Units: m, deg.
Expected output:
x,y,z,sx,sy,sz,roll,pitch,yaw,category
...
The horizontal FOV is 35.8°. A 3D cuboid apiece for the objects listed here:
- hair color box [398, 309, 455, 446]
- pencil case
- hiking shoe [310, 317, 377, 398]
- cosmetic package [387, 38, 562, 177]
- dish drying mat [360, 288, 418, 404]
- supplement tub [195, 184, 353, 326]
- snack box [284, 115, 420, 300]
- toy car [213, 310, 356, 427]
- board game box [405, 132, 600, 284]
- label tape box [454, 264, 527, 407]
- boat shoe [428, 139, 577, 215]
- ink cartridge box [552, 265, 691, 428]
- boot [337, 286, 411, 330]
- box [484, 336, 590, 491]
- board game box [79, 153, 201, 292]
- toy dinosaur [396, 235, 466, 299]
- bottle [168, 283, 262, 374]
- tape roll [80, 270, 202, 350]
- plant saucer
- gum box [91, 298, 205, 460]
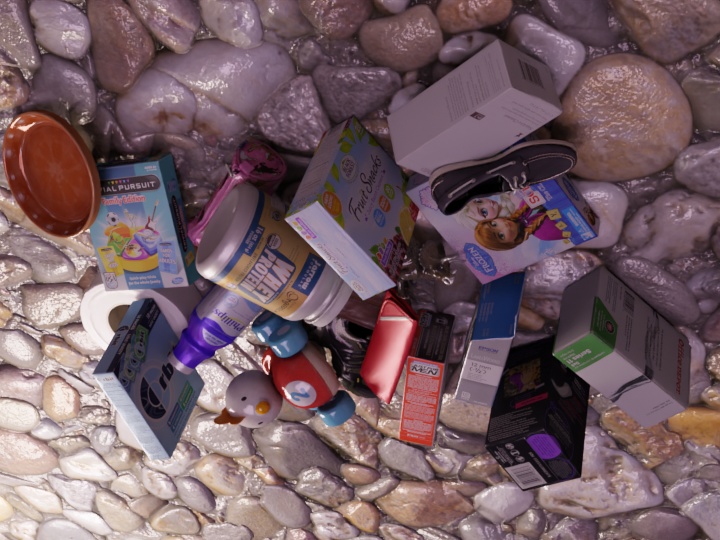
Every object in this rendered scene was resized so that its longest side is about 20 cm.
x,y,z,sx,sy,sz,roll,pitch,yaw,category
0.106,0.175,1.800,0.064,0.111,0.200,11,132,7,hair color box
-0.187,-0.105,1.658,0.086,0.083,0.200,23,136,-18,pencil case
0.002,0.131,1.817,0.101,0.076,0.200,-15,124,32,hiking shoe
0.144,-0.201,1.448,0.113,0.081,0.200,15,143,-42,cosmetic package
0.042,0.120,1.720,0.077,0.018,0.200,45,140,27,dish drying mat
-0.116,-0.017,1.574,0.200,0.145,0.145,28,133,-20,supplement tub
-0.004,-0.088,1.539,0.068,0.200,0.169,-27,118,34,snack box
-0.147,0.198,1.807,0.184,0.200,0.177,57,168,-22,toy car
0.201,-0.091,1.581,0.199,0.041,0.200,-25,119,33,board game box
0.197,0.085,1.669,0.066,0.143,0.200,13,133,5,label tape box
0.192,-0.116,1.465,0.200,0.063,0.073,-13,139,5,boat shoe
0.387,0.114,1.636,0.200,0.147,0.083,38,132,-16,ink cartridge box
0.000,0.000,1.713,0.200,0.064,0.186,16,113,-13,boot
0.277,0.221,1.726,0.106,0.200,0.122,-21,121,31,box
-0.344,-0.071,1.718,0.151,0.047,0.200,-5,109,21,board game box
0.053,-0.025,1.655,0.200,0.077,0.102,29,110,9,toy dinosaur
-0.230,0.081,1.794,0.084,0.065,0.200,37,101,-28,bottle
-0.366,0.072,1.881,0.202,0.071,0.203,8,132,9,tape roll
-0.467,-0.148,1.699,0.200,0.032,0.200,15,119,30,plant saucer
-0.337,0.176,1.800,0.045,0.170,0.200,-7,128,23,gum box
